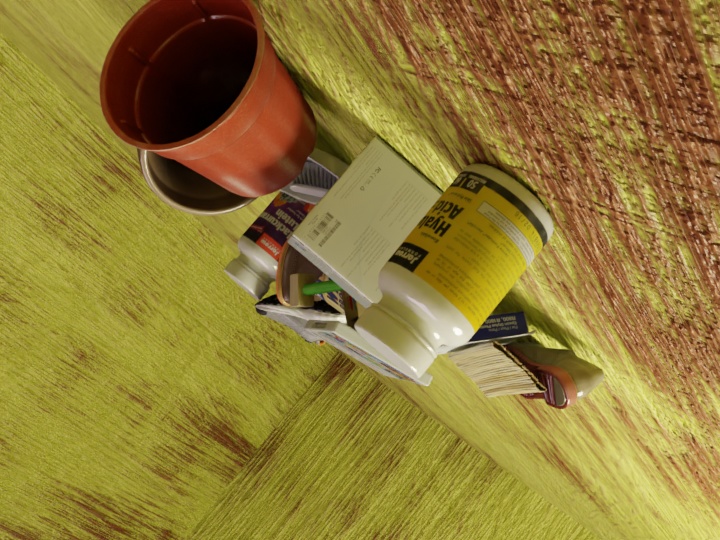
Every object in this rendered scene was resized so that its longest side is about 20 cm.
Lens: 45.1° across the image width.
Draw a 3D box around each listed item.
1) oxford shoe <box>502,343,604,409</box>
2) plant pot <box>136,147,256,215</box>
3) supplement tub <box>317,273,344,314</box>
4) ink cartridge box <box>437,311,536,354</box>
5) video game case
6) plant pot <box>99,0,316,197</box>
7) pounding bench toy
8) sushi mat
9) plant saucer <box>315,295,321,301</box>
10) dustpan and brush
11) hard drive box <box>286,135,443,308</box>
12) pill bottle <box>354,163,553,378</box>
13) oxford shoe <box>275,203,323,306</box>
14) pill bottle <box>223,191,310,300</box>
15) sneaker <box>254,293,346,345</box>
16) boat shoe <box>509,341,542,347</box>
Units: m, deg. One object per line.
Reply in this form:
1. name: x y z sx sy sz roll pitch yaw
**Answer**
1. oxford shoe: 0.259 0.138 1.191 0.200 0.075 0.071 -151 44 -68
2. plant pot: -0.229 -0.205 1.257 0.200 0.200 0.175 47 -173 -38
3. supplement tub: 0.000 0.000 1.356 0.200 0.144 0.144 33 169 35
4. ink cartridge box: 0.128 0.091 1.218 0.200 0.199 0.041 110 152 -80
5. video game case: 0.005 0.108 1.166 0.143 0.018 0.200 31 171 -10
6. plant pot: -0.154 -0.188 0.988 0.201 0.201 0.195 35 178 28
7. pounding bench toy: 0.007 0.016 1.137 0.156 0.200 0.124 140 121 -81
8. sushi mat: 0.185 0.141 1.209 0.096 0.012 0.200 44 165 -1
9. plant saucer: -0.039 0.019 1.606 0.032 0.200 0.200 -22 128 32
10. dustpan and brush: -0.030 -0.108 1.198 0.200 0.057 0.140 13 164 -21
11. hard drive box: 0.039 -0.031 1.019 0.200 0.156 0.077 41 171 -4
12. pill bottle: 0.087 0.003 0.845 0.111 0.200 0.111 38 170 8
13. oxford shoe: -0.060 -0.034 1.266 0.071 0.200 0.073 23 -177 -45
14. pill bottle: -0.142 -0.050 1.504 0.111 0.200 0.111 38 171 7
15. sneaker: -0.097 0.083 1.447 0.200 0.074 0.079 11 114 34
16. boat shoe: 0.237 0.150 1.353 0.071 0.072 0.200 47 167 -16
